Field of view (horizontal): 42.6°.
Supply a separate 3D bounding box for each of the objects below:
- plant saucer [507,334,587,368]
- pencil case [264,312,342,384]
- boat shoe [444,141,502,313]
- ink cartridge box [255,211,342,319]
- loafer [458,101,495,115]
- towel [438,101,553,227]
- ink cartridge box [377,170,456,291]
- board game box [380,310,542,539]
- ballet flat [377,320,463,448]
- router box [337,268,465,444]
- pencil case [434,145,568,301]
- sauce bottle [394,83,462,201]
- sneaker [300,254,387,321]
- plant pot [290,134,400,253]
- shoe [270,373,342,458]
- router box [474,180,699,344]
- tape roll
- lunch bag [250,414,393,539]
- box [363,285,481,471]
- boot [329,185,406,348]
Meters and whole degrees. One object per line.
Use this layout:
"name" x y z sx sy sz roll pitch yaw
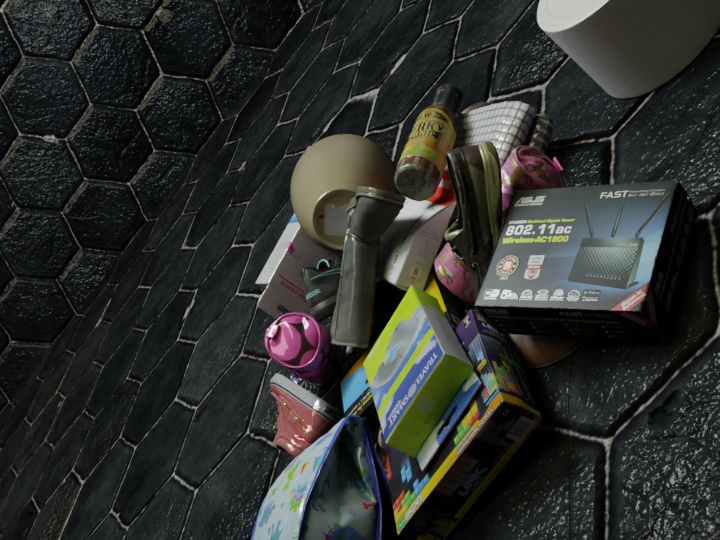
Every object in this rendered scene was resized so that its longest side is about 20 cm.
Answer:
"plant saucer" 0.217 0.015 1.057 0.200 0.036 0.202 -44 25 26
"pencil case" -0.083 0.113 1.327 0.091 0.093 0.200 -57 -12 -9
"boat shoe" 0.128 -0.043 1.053 0.072 0.065 0.205 -99 5 -77
"ink cartridge box" -0.099 0.002 1.584 0.068 0.115 0.202 -1 57 62
"loafer" 0.139 -0.191 1.430 0.200 0.073 0.071 -43 25 25
"towel" 0.173 -0.135 1.279 0.168 0.085 0.199 -67 20 -8
"ink cartridge box" 0.075 -0.080 1.277 0.162 0.056 0.203 -150 77 -70
"board game box" 0.101 0.171 1.009 0.201 0.056 0.166 -57 22 22
"ballet flat" 0.087 0.147 1.115 0.201 0.057 0.066 -53 -20 18
"router box" 0.055 0.111 1.219 0.200 0.051 0.150 -48 22 16
"pencil case" 0.171 -0.056 1.130 0.201 0.082 0.087 -57 1 32
"sauce bottle" 0.099 -0.183 1.273 0.064 0.065 0.202 -32 27 42
"sneaker" -0.017 0.008 1.373 0.075 0.080 0.199 -32 -3 34
"plant pot" -0.025 -0.101 1.436 0.188 0.187 0.200 -49 11 14
"shoe" -0.103 0.218 1.361 0.092 0.071 0.199 -56 26 -10
"router box" 0.231 -0.010 0.956 0.198 0.062 0.152 0 57 42
"tape roll" 0.339 -0.340 1.158 0.202 0.138 0.204 -42 27 27
"lunch bag" -0.049 0.288 1.076 0.170 0.126 0.203 -44 33 48
"box" 0.062 0.114 1.030 0.123 0.047 0.200 -59 19 15
"boot" 0.002 0.000 1.222 0.182 0.071 0.203 132 152 -80
